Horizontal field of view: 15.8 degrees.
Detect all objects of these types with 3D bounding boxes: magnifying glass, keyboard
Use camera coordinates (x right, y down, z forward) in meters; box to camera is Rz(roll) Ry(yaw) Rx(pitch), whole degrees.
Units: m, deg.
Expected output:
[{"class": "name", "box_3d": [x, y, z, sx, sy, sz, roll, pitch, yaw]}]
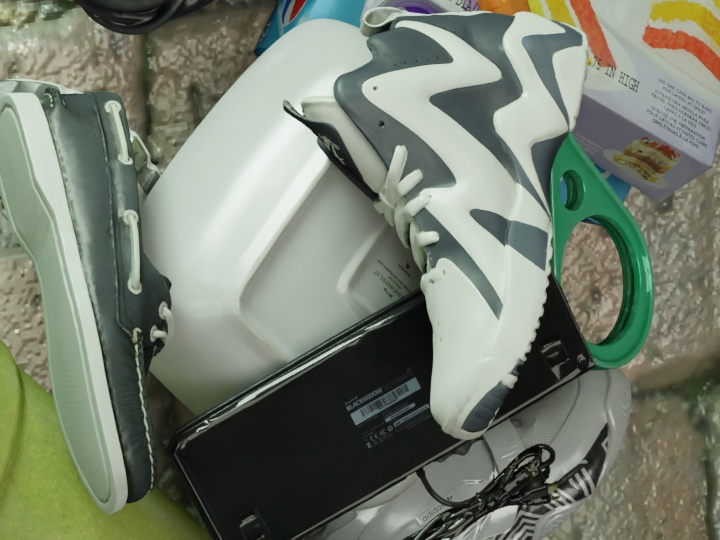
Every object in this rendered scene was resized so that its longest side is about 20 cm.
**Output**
[{"class": "magnifying glass", "box_3d": [0.096, -0.046, 1.242, 0.080, 0.022, 0.201, -36, 112, -43]}, {"class": "keyboard", "box_3d": [0.020, 0.080, 1.210, 0.200, 0.021, 0.127, -29, 108, -8]}]

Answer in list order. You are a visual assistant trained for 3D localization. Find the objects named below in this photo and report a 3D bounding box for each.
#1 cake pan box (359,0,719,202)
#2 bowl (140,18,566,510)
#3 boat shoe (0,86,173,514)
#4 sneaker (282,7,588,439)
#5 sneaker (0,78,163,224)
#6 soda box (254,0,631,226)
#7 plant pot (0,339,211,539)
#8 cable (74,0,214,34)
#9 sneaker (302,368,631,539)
[{"class": "cake pan box", "box_3d": [0.105, -0.160, 1.313, 0.200, 0.052, 0.185, 30, 55, -18]}, {"class": "bowl", "box_3d": [0.000, 0.000, 1.244, 0.200, 0.075, 0.200, 42, 76, -24]}, {"class": "boat shoe", "box_3d": [-0.113, 0.008, 1.162, 0.060, 0.076, 0.201, -8, 76, -24]}, {"class": "sneaker", "box_3d": [0.021, -0.031, 1.153, 0.129, 0.079, 0.200, 13, 78, -3]}, {"class": "sneaker", "box_3d": [-0.120, -0.022, 1.269, 0.200, 0.085, 0.075, 39, 77, -22]}, {"class": "soda box", "box_3d": [0.051, -0.095, 1.335, 0.200, 0.064, 0.068, 27, 87, -21]}, {"class": "plant pot", "box_3d": [-0.176, 0.134, 1.228, 0.184, 0.200, 0.201, 35, 84, -31]}, {"class": "cable", "box_3d": [-0.078, -0.202, 1.259, 0.163, 0.051, 0.200, -1, 129, -46]}, {"class": "sneaker", "box_3d": [0.047, 0.100, 1.348, 0.200, 0.075, 0.115, -46, 110, -7]}]
